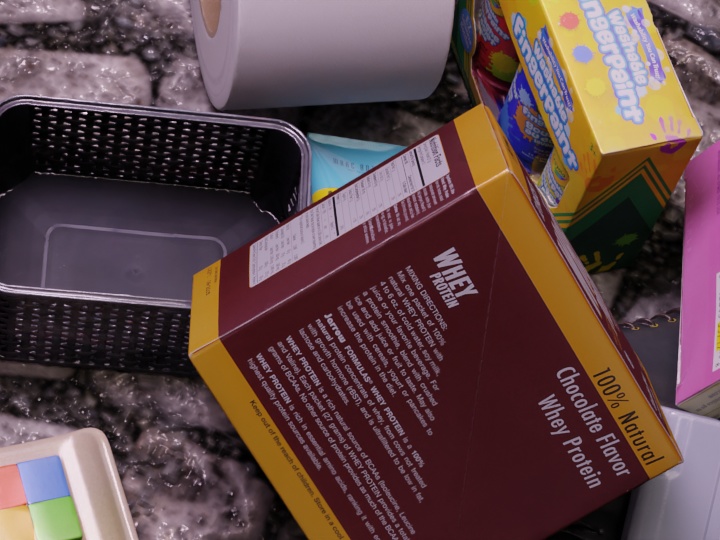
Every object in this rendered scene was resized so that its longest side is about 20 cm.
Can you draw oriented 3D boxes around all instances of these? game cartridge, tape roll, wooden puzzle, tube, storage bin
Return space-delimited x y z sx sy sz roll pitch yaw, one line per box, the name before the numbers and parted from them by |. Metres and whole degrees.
game cartridge | 0.255 0.167 1.372 0.198 0.040 0.134 13 93 -10
tape roll | -0.030 -0.206 1.459 0.138 0.203 0.204 -4 63 -12
wooden puzzle | -0.217 0.187 1.301 0.198 0.046 0.186 -13 65 -17
tube | 0.000 0.000 1.447 0.077 0.050 0.201 11 55 -13
storage bin | -0.134 -0.019 1.401 0.198 0.094 0.136 5 61 -9

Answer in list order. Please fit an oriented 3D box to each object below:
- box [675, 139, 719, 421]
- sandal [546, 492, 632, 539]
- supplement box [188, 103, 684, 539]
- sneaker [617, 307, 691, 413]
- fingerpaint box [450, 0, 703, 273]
box | 0.303 0.023 1.420 0.199 0.097 0.177 23 56 -24
sandal | 0.123 0.132 1.396 0.199 0.043 0.076 21 61 1
supplement box | 0.040 0.053 1.282 0.199 0.133 0.198 -30 108 8
sneaker | 0.163 0.055 1.436 0.199 0.075 0.107 24 56 -9
fingerpaint box | 0.129 -0.121 1.463 0.073 0.167 0.201 -11 65 -16
